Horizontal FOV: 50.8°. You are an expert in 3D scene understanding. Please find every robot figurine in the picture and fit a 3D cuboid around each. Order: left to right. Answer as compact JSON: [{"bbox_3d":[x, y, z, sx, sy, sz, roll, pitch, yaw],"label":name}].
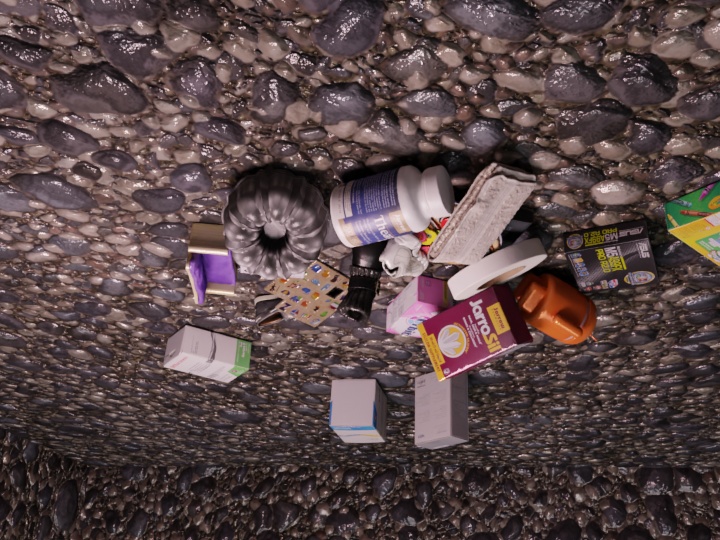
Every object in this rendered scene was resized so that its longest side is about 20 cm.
[{"bbox_3d":[0.421,0.082,1.616,0.197,0.119,0.143,28,164,-16],"label":"robot figurine"}]

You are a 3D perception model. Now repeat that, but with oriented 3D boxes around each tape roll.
[{"bbox_3d":[0.265,-0.001,1.470,0.199,0.038,0.203,-23,167,-5],"label":"tape roll"}]

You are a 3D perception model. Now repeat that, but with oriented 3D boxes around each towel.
[{"bbox_3d":[0.207,-0.089,1.276,0.131,0.035,0.202,3,129,-44],"label":"towel"}]

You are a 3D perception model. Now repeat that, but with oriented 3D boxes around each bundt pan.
[{"bbox_3d":[-0.151,-0.070,1.330,0.196,0.076,0.206,-1,119,-1],"label":"bundt pan"}]

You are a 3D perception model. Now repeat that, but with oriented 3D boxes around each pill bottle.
[{"bbox_3d":[0.056,-0.113,1.288,0.196,0.113,0.111,-12,150,26],"label":"pill bottle"}]

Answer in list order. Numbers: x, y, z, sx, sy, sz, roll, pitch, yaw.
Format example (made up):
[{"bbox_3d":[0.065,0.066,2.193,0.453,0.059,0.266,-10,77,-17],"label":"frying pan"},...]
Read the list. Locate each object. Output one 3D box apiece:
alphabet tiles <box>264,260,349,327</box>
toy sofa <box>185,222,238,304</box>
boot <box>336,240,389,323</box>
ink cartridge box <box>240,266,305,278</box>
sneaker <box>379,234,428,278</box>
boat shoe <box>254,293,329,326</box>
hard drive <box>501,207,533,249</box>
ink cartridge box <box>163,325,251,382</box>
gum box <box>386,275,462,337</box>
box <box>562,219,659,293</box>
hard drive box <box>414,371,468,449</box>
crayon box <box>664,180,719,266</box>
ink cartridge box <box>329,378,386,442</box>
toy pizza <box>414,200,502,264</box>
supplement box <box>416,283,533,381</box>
[{"bbox_3d":[-0.112,0.049,1.687,0.166,0.008,0.198,-37,137,23],"label":"alphabet tiles"},{"bbox_3d":[-0.303,-0.006,1.561,0.081,0.100,0.201,5,153,-3],"label":"toy sofa"},{"bbox_3d":[0.002,0.001,1.453,0.078,0.160,0.212,19,161,21],"label":"boot"},{"bbox_3d":[-0.169,-0.050,1.481,0.133,0.078,0.201,5,152,-5],"label":"ink cartridge box"},{"bbox_3d":[0.077,-0.021,1.436,0.074,0.082,0.200,33,174,20],"label":"sneaker"},{"bbox_3d":[-0.158,0.091,1.777,0.195,0.069,0.072,-9,150,17],"label":"boat shoe"},{"bbox_3d":[0.225,-0.067,1.453,0.136,0.034,0.201,9,153,-12],"label":"hard drive"},{"bbox_3d":[-0.415,0.228,2.057,0.197,0.086,0.145,19,150,-29],"label":"ink cartridge box"},{"bbox_3d":[0.142,0.090,1.737,0.111,0.068,0.200,12,152,-16],"label":"gum box"},{"bbox_3d":[0.498,-0.023,1.499,0.157,0.045,0.200,-9,151,24],"label":"box"},{"bbox_3d":[0.233,0.400,2.199,0.076,0.205,0.155,21,149,-33],"label":"hard drive box"},{"bbox_3d":[0.647,-0.080,1.350,0.197,0.060,0.118,23,148,-35],"label":"crayon box"},{"bbox_3d":[-0.004,0.441,2.368,0.141,0.151,0.201,-3,153,13],"label":"ink cartridge box"},{"bbox_3d":[0.163,-0.062,1.401,0.195,0.032,0.202,14,151,8],"label":"toy pizza"},{"bbox_3d":[0.237,0.131,1.578,0.198,0.133,0.102,-30,166,29],"label":"supplement box"}]
